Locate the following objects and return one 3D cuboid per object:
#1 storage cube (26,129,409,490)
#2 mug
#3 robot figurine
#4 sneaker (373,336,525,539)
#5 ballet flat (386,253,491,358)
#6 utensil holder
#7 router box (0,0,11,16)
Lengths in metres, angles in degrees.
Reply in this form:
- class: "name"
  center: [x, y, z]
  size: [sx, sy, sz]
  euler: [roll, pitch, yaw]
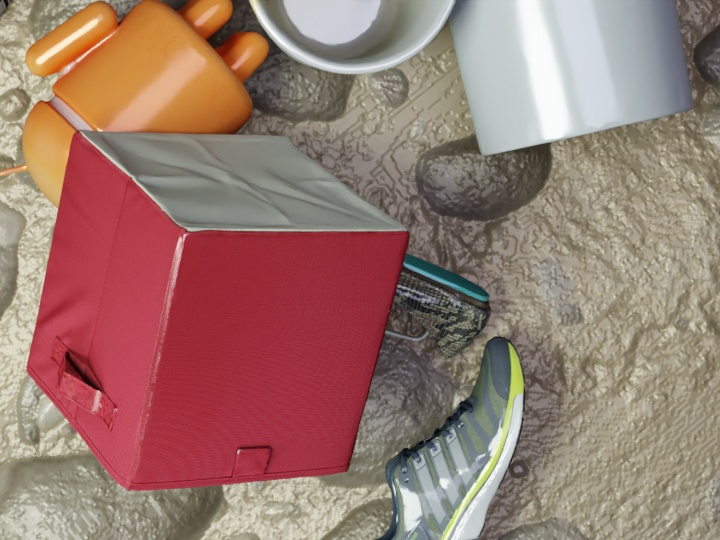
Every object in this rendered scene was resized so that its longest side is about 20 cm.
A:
- class: "storage cube"
  center: [-0.099, 0.022, 1.279]
  size: [0.199, 0.171, 0.181]
  euler: [0, 115, -35]
- class: "mug"
  center: [-0.019, -0.222, 1.356]
  size: [0.148, 0.153, 0.188]
  euler: [-18, 91, -7]
- class: "robot figurine"
  center: [-0.157, -0.110, 1.357]
  size: [0.200, 0.144, 0.117]
  euler: [-45, 54, -6]
- class: "sneaker"
  center: [0.063, 0.140, 1.403]
  size: [0.080, 0.074, 0.201]
  euler: [21, 85, -3]
- class: "ballet flat"
  center: [0.000, 0.000, 1.404]
  size: [0.199, 0.068, 0.076]
  euler: [34, 101, -8]
- class: "utensil holder"
  center: [0.139, -0.195, 1.369]
  size: [0.168, 0.170, 0.202]
  euler: [-12, 92, -7]
- class: "router box"
  center: [-0.304, -0.291, 1.372]
  size: [0.199, 0.052, 0.158]
  euler: [35, 85, -5]
